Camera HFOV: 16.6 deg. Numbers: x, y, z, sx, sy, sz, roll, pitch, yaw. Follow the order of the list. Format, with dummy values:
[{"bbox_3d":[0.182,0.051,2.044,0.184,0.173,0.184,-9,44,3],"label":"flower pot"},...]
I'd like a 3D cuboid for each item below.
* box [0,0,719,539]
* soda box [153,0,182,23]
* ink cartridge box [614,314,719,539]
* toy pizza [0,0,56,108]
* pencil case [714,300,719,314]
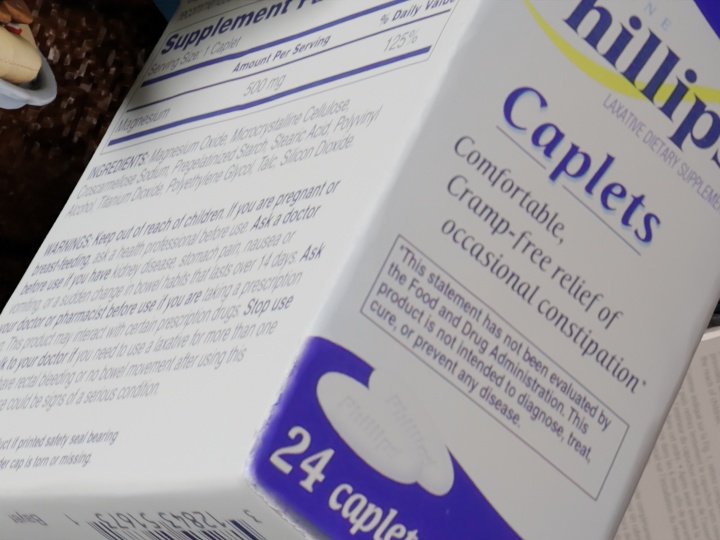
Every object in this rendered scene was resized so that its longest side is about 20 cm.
[{"bbox_3d":[0.000,0.000,0.658,0.105,0.184,0.200,38,66,-25],"label":"box"},{"bbox_3d":[0.000,-0.054,0.812,0.068,0.064,0.200,-38,115,-8],"label":"soda box"},{"bbox_3d":[0.113,0.085,0.789,0.200,0.047,0.160,-16,110,0],"label":"ink cartridge box"},{"bbox_3d":[-0.150,-0.120,0.658,0.032,0.200,0.200,-46,116,6],"label":"toy pizza"},{"bbox_3d":[0.137,0.078,0.844,0.085,0.092,0.200,-35,124,-49],"label":"pencil case"}]
